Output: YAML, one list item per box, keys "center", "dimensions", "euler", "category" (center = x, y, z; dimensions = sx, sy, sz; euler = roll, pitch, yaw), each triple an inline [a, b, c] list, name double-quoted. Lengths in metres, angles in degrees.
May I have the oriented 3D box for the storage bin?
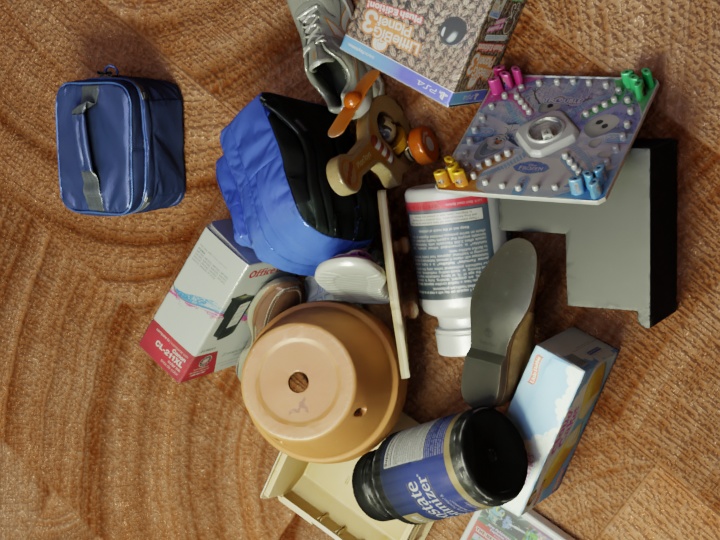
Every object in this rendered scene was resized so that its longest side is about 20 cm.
- center: [0.000, 0.266, 1.831]
  dimensions: [0.200, 0.094, 0.199]
  euler: [33, 113, 20]
  category: "storage bin"

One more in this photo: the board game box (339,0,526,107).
- center: [0.095, -0.314, 1.668]
  dimensions: [0.159, 0.097, 0.200]
  euler: [31, 112, 21]
  category: "board game box"

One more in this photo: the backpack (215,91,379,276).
- center: [-0.075, -0.087, 1.751]
  dimensions: [0.168, 0.162, 0.200]
  euler: [-44, 57, 37]
  category: "backpack"

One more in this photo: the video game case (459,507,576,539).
- center: [0.204, 0.391, 1.782]
  dimensions: [0.200, 0.023, 0.182]
  euler: [34, 114, 21]
  category: "video game case"

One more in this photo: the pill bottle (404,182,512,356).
- center: [0.122, -0.005, 1.697]
  dimensions: [0.120, 0.120, 0.200]
  euler: [-4, 97, 30]
  category: "pill bottle"

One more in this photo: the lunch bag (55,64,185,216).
- center: [-0.322, -0.172, 1.909]
  dimensions: [0.136, 0.132, 0.200]
  euler: [3, 101, 29]
  category: "lunch bag"

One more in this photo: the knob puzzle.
- center: [0.047, 0.000, 1.702]
  dimensions: [0.030, 0.220, 0.220]
  euler: [-8, 96, 3]
  category: "knob puzzle"

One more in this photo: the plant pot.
- center: [-0.055, 0.130, 1.703]
  dimensions: [0.200, 0.140, 0.200]
  euler: [-1, 85, 13]
  category: "plant pot"

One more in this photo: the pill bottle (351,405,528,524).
- center: [0.085, 0.228, 1.647]
  dimensions: [0.200, 0.112, 0.112]
  euler: [-25, 87, 46]
  category: "pill bottle"

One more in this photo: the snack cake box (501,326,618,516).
- center: [0.217, 0.175, 1.680]
  dimensions: [0.067, 0.115, 0.200]
  euler: [29, 112, 22]
  category: "snack cake box"

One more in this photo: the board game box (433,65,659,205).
- center: [0.204, -0.156, 1.587]
  dimensions: [0.200, 0.200, 0.026]
  euler: [6, 139, 31]
  category: "board game box"

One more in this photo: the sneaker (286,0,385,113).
- center: [-0.042, -0.278, 1.755]
  dimensions: [0.076, 0.092, 0.200]
  euler: [-32, 83, 29]
  category: "sneaker"

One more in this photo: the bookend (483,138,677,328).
- center: [0.250, -0.048, 1.634]
  dimensions: [0.199, 0.092, 0.200]
  euler: [3, 102, 30]
  category: "bookend"

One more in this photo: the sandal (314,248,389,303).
- center: [-0.008, 0.000, 1.685]
  dimensions: [0.082, 0.203, 0.050]
  euler: [0, 77, 5]
  category: "sandal"

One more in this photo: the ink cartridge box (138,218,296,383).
- center: [-0.174, 0.034, 1.854]
  dimensions: [0.083, 0.146, 0.200]
  euler: [42, 117, 19]
  category: "ink cartridge box"

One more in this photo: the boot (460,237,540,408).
- center: [0.170, 0.059, 1.637]
  dimensions: [0.074, 0.075, 0.200]
  euler: [23, 105, 38]
  category: "boot"

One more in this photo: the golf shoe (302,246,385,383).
- center: [-0.037, 0.046, 1.837]
  dimensions: [0.097, 0.078, 0.200]
  euler: [36, 112, 40]
  category: "golf shoe"

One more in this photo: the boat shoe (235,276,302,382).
- center: [-0.104, 0.092, 1.845]
  dimensions: [0.072, 0.076, 0.200]
  euler: [55, 145, 36]
  category: "boat shoe"

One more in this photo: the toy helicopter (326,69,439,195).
- center: [0.008, -0.150, 1.687]
  dimensions: [0.079, 0.200, 0.132]
  euler: [-16, 108, 31]
  category: "toy helicopter"
